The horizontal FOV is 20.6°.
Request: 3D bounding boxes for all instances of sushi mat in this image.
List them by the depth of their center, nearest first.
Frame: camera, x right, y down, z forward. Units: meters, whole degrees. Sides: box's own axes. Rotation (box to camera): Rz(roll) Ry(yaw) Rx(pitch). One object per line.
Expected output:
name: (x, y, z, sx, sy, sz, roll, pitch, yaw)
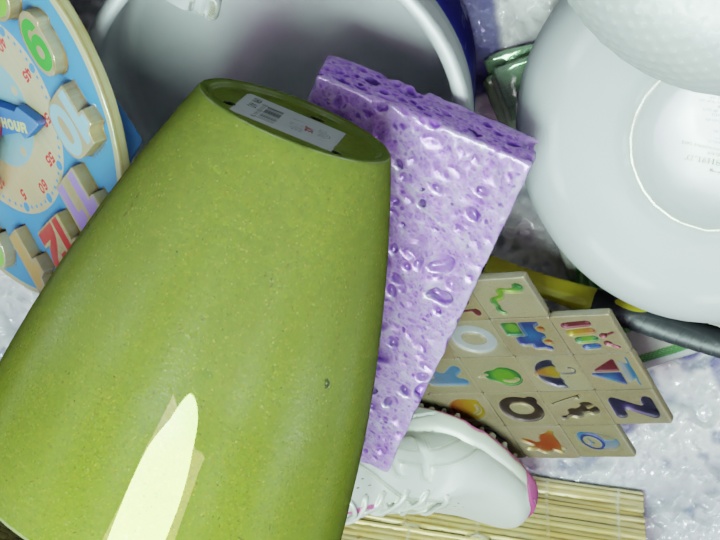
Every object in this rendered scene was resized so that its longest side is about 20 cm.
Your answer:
sushi mat: (0.064, 0.155, 1.136, 0.200, 0.096, 0.012, 9, 143, 2)

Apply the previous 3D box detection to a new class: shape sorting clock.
shape sorting clock: (-0.181, -0.079, 0.997, 0.200, 0.039, 0.200, 28, 134, 34)

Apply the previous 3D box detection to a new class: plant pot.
plant pot: (-0.065, 0.021, 0.912, 0.187, 0.187, 0.200, 20, 106, -5)

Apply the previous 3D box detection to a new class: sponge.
sponge: (0.000, 0.000, 0.989, 0.111, 0.030, 0.200, 24, 122, 1)

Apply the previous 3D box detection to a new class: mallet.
mallet: (0.118, 0.007, 1.044, 0.200, 0.066, 0.041, 13, 141, 6)

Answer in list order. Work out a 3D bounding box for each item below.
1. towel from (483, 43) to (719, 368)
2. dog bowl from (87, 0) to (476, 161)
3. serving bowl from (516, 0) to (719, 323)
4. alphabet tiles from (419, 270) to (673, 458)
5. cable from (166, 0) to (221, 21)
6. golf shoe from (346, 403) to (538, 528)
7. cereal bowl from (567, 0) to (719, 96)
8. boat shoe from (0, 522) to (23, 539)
towel: (0.167, -0.046, 1.044, 0.152, 0.023, 0.200, -18, 115, 15)
dog bowl: (-0.041, -0.091, 1.010, 0.200, 0.079, 0.200, 3, 120, 5)
serving bowl: (0.173, -0.067, 0.964, 0.200, 0.066, 0.200, 2, 102, 8)
alphabet tiles: (0.060, 0.055, 1.071, 0.200, 0.006, 0.166, -4, 142, 31)
cable: (-0.097, -0.230, 0.900, 0.200, 0.069, 0.200, 23, 97, 13)
golf shoe: (0.002, 0.111, 1.095, 0.200, 0.092, 0.075, 24, 147, -11)
cereal bowl: (0.176, -0.179, 0.881, 0.200, 0.083, 0.200, 0, 90, 6)
boat shoe: (-0.146, 0.187, 1.193, 0.200, 0.073, 0.063, 11, 121, -10)
